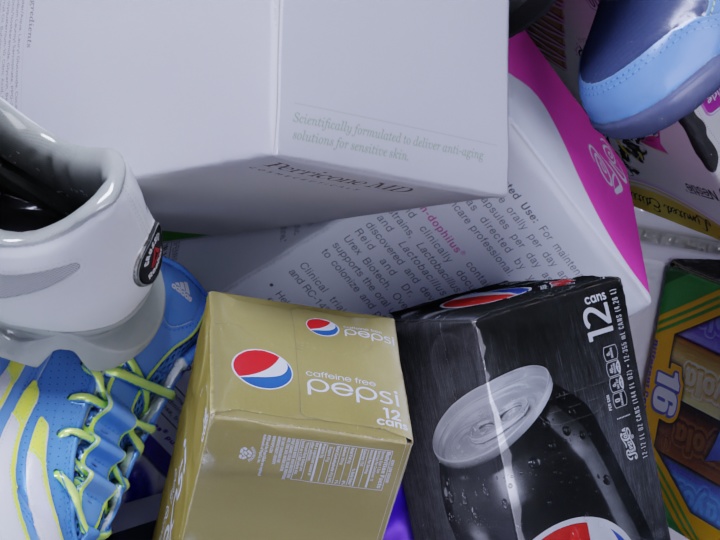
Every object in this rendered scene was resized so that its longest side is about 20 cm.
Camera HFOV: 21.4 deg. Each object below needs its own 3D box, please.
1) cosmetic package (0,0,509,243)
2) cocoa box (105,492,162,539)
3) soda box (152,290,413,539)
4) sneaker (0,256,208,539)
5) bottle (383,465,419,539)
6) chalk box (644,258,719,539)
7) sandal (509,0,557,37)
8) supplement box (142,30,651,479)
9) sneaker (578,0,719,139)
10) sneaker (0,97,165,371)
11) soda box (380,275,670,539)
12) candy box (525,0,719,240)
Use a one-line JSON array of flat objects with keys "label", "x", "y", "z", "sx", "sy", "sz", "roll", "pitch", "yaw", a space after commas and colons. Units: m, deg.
[{"label": "cosmetic package", "x": -0.055, "y": -0.061, "z": 0.651, "sx": 0.107, "sy": 0.199, "sz": 0.085, "roll": 8, "pitch": 82, "yaw": -42}, {"label": "cocoa box", "x": -0.017, "y": 0.161, "z": 0.804, "sx": 0.199, "sy": 0.131, "sz": 0.134, "roll": -14, "pitch": 108, "yaw": -19}, {"label": "soda box", "x": -0.038, "y": 0.108, "z": 0.633, "sx": 0.064, "sy": 0.068, "sz": 0.201, "roll": 9, "pitch": 122, "yaw": -11}, {"label": "sneaker", "x": -0.099, "y": 0.044, "z": 0.618, "sx": 0.105, "sy": 0.200, "sz": 0.076, "roll": -44, "pitch": 117, "yaw": 13}, {"label": "bottle", "x": 0.028, "y": 0.112, "z": 0.704, "sx": 0.083, "sy": 0.065, "sz": 0.200, "roll": -40, "pitch": 108, "yaw": -19}, {"label": "chalk box", "x": 0.228, "y": 0.078, "z": 0.847, "sx": 0.124, "sy": 0.200, "sz": 0.125, "roll": 4, "pitch": 102, "yaw": -23}, {"label": "sandal", "x": 0.021, "y": -0.113, "z": 0.686, "sx": 0.045, "sy": 0.200, "sz": 0.075, "roll": 29, "pitch": 63, "yaw": -28}, {"label": "supplement box", "x": 0.000, "y": 0.000, "z": 0.741, "sx": 0.199, "sy": 0.101, "sz": 0.103, "roll": -32, "pitch": 117, "yaw": 21}, {"label": "sneaker", "x": 0.117, "y": -0.142, "z": 0.667, "sx": 0.082, "sy": 0.074, "sz": 0.201, "roll": 30, "pitch": 80, "yaw": -28}, {"label": "sneaker", "x": -0.156, "y": -0.033, "z": 0.579, "sx": 0.199, "sy": 0.089, "sz": 0.074, "roll": 10, "pitch": 56, "yaw": 1}, {"label": "soda box", "x": 0.064, "y": 0.106, "z": 0.646, "sx": 0.063, "sy": 0.071, "sz": 0.201, "roll": -15, "pitch": 96, "yaw": -30}, {"label": "candy box", "x": 0.105, "y": -0.110, "z": 0.783, "sx": 0.061, "sy": 0.136, "sz": 0.200, "roll": -40, "pitch": 114, "yaw": -9}]
